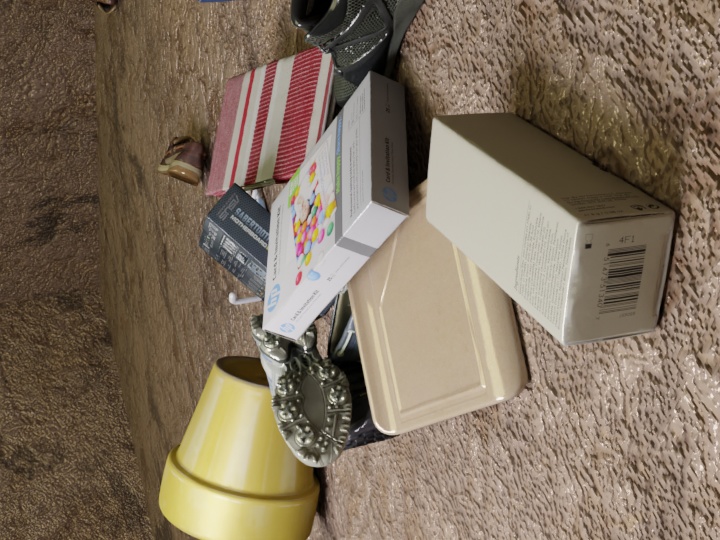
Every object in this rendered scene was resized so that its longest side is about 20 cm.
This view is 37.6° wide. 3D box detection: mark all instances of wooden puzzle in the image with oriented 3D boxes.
[{"bbox_3d":[0.058,0.029,0.874,0.199,0.037,0.188,-29,69,56],"label":"wooden puzzle"}]

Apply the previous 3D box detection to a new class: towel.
[{"bbox_3d":[-0.092,-0.158,1.130,0.198,0.023,0.147,-6,70,48],"label":"towel"}]

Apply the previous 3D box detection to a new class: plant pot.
[{"bbox_3d":[-0.137,0.217,1.315,0.200,0.198,0.192,-149,71,-66],"label":"plant pot"}]

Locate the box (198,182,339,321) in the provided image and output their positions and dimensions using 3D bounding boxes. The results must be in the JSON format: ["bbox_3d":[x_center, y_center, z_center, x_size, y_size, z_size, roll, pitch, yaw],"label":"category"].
[{"bbox_3d":[-0.099,-0.009,1.146,0.157,0.051,0.200,41,168,-3],"label":"box"}]

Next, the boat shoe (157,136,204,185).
[{"bbox_3d":[-0.297,-0.190,1.790,0.200,0.071,0.073,-167,96,-75],"label":"boat shoe"}]

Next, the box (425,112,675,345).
[{"bbox_3d":[0.112,-0.035,0.677,0.200,0.067,0.084,-128,37,-57],"label":"box"}]

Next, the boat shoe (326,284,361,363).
[{"bbox_3d":[0.000,0.000,1.014,0.075,0.061,0.203,-116,28,-53],"label":"boat shoe"}]

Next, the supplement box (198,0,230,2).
[{"bbox_3d":[-0.092,-0.394,1.036,0.199,0.132,0.204,162,101,-70],"label":"supplement box"}]

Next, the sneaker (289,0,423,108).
[{"bbox_3d":[-0.019,-0.211,0.926,0.200,0.112,0.077,119,141,-62],"label":"sneaker"}]

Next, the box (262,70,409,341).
[{"bbox_3d":[-0.025,-0.055,0.952,0.200,0.041,0.158,-49,31,43],"label":"box"}]

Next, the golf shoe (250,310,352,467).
[{"bbox_3d":[-0.052,0.126,1.037,0.201,0.077,0.098,-111,11,-48],"label":"golf shoe"}]

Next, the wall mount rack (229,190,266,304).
[{"bbox_3d":[-0.153,-0.051,1.412,0.175,0.073,0.202,112,145,-54],"label":"wall mount rack"}]

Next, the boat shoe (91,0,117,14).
[{"bbox_3d":[-0.621,-0.657,2.556,0.199,0.071,0.073,13,108,63],"label":"boat shoe"}]

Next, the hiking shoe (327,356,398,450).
[{"bbox_3d":[-0.015,0.129,1.078,0.200,0.074,0.102,146,112,-69],"label":"hiking shoe"}]
